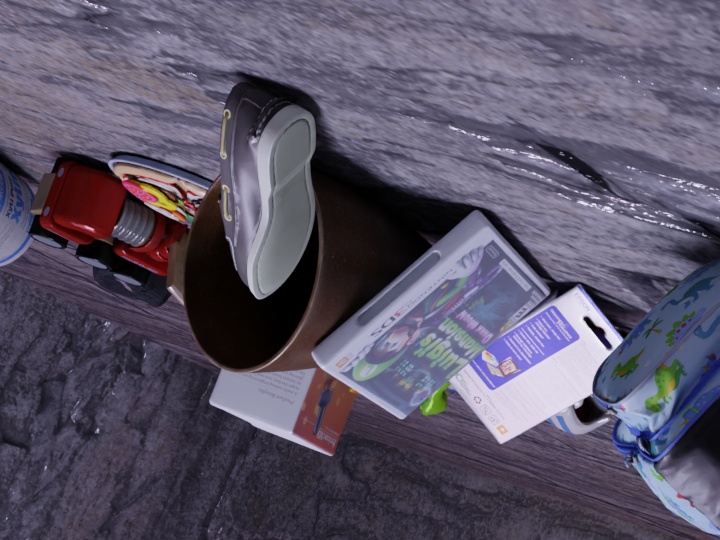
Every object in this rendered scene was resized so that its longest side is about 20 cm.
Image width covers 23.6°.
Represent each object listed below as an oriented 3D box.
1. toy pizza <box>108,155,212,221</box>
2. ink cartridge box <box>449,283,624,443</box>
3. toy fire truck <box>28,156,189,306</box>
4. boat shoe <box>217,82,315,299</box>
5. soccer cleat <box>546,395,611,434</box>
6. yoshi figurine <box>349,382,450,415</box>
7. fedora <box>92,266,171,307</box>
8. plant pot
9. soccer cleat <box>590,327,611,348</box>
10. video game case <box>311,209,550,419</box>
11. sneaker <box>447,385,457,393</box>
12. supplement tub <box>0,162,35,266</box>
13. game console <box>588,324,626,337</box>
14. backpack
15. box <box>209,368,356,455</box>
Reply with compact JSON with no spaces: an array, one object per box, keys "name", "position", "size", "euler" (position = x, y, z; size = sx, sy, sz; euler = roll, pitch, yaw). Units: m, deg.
[{"name":"toy pizza","position":[-0.178,-0.068,1.822],"size":[0.199,0.032,0.200],"euler":[21,171,3]},{"name":"ink cartridge box","position":[0.170,0.083,1.596],"size":[0.095,0.037,0.200],"euler":[50,135,-5]},{"name":"toy fire truck","position":[-0.254,-0.037,1.904],"size":[0.175,0.130,0.199],"euler":[28,164,-35]},{"name":"boat shoe","position":[-0.076,-0.061,1.326],"size":[0.060,0.072,0.202],"euler":[34,143,21]},{"name":"soccer cleat","position":[0.215,0.137,2.043],"size":[0.199,0.070,0.086],"euler":[24,155,-28]},{"name":"yoshi figurine","position":[0.088,0.088,1.822],"size":[0.198,0.113,0.113],"euler":[1,138,-1]},{"name":"fedora","position":[-0.285,-0.009,2.223],"size":[0.199,0.092,0.201],"euler":[22,171,3]},{"name":"plant pot","position":[-0.021,0.007,1.506],"size":[0.199,0.189,0.186],"euler":[12,180,-42]},{"name":"soccer cleat","position":[0.162,0.056,1.646],"size":[0.198,0.067,0.077],"euler":[17,137,21]},{"name":"video game case","position":[0.066,0.044,1.478],"size":[0.023,0.182,0.200],"euler":[52,-174,26]},{"name":"sneaker","position":[0.117,0.094,1.914],"size":[0.199,0.086,0.077],"euler":[29,168,-38]},{"name":"supplement tub","position":[-0.489,-0.086,2.136],"size":[0.131,0.133,0.200],"euler":[19,171,12]},{"name":"game console","position":[0.260,0.095,1.761],"size":[0.176,0.031,0.200],"euler":[16,169,31]},{"name":"backpack","position":[0.259,0.083,1.234],"size":[0.147,0.183,0.200],"euler":[44,174,0]},{"name":"box","position":[-0.062,0.084,1.905],"size":[0.106,0.202,0.152],"euler":[18,171,20]}]
